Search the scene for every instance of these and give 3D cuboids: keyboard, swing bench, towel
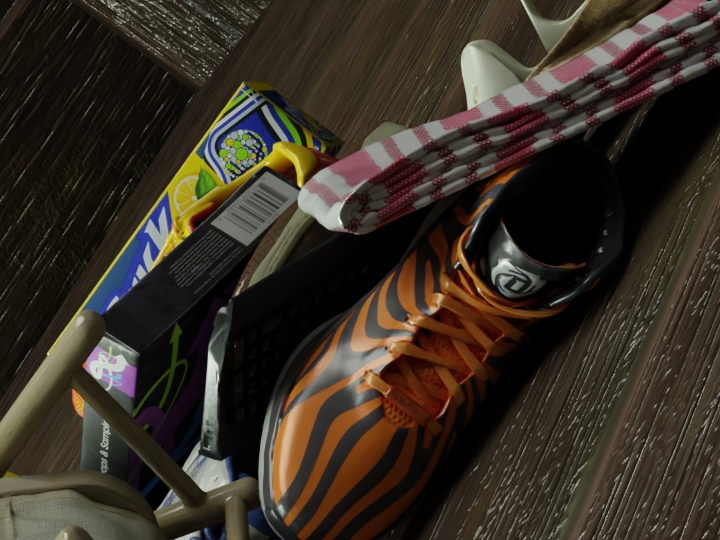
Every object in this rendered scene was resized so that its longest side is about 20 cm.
[{"bbox_3d":[0.002,0.031,1.235,0.200,0.021,0.128,-31,-41,-42],"label":"keyboard"},{"bbox_3d":[-0.149,0.154,1.178,0.200,0.130,0.199,-36,23,13],"label":"swing bench"},{"bbox_3d":[0.067,-0.069,1.192,0.199,0.030,0.146,-26,6,-6],"label":"towel"}]

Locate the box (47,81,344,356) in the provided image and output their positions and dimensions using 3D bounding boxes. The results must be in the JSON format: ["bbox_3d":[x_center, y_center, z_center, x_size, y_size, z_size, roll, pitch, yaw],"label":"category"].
[{"bbox_3d":[-0.096,-0.013,1.688,0.200,0.064,0.070,-54,-5,9],"label":"box"}]

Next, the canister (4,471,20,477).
[{"bbox_3d":[-0.192,0.186,1.402,0.200,0.086,0.149,103,-168,-71],"label":"canister"}]

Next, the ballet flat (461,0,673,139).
[{"bbox_3d":[0.092,-0.101,1.312,0.200,0.072,0.068,-53,-8,15],"label":"ballet flat"}]

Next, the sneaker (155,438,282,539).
[{"bbox_3d":[-0.073,0.129,1.323,0.200,0.075,0.088,-59,10,-28],"label":"sneaker"}]

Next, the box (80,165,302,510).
[{"bbox_3d":[-0.087,0.061,1.470,0.143,0.036,0.201,-45,-23,-37],"label":"box"}]

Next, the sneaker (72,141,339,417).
[{"bbox_3d":[-0.090,0.002,1.543,0.200,0.077,0.073,-46,52,12],"label":"sneaker"}]

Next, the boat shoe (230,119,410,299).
[{"bbox_3d":[0.001,-0.005,1.428,0.203,0.075,0.075,-53,-19,-44],"label":"boat shoe"}]

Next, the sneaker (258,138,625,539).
[{"bbox_3d":[0.034,0.021,1.141,0.200,0.077,0.112,-57,8,-22],"label":"sneaker"}]
